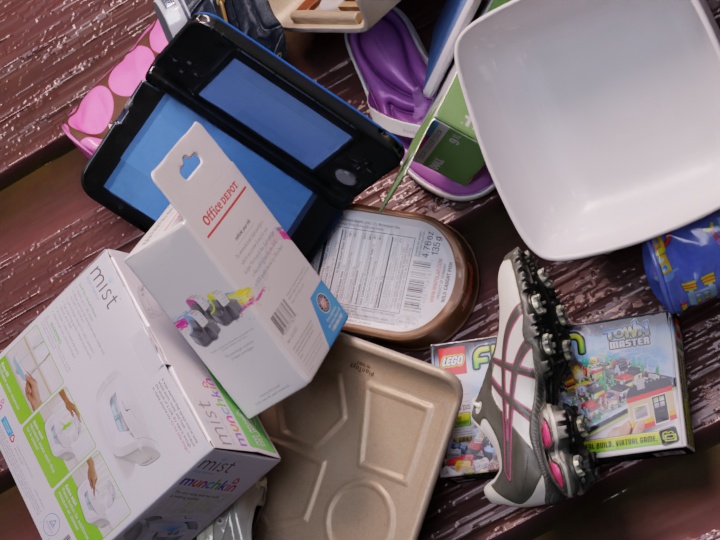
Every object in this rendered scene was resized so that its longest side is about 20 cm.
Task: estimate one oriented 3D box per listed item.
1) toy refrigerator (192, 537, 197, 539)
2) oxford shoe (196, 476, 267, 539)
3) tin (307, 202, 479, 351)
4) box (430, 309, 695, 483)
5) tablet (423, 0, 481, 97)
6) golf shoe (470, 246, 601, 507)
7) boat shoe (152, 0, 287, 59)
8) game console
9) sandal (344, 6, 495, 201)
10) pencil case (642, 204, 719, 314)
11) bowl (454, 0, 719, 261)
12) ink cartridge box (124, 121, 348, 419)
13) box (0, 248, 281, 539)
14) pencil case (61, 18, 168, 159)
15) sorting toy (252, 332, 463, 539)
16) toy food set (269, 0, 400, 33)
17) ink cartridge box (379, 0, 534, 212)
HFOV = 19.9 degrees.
[{"bbox_3d":[-0.163,0.156,1.702,0.070,0.076,0.201,-13,73,18],"label":"toy refrigerator"},{"bbox_3d":[-0.104,0.159,1.655,0.057,0.075,0.201,-2,72,-1],"label":"oxford shoe"},{"bbox_3d":[0.000,0.000,1.697,0.199,0.042,0.113,9,77,23],"label":"tin"},{"bbox_3d":[0.157,0.100,1.614,0.199,0.035,0.111,-10,74,19],"label":"box"},{"bbox_3d":[0.097,-0.245,1.633,0.014,0.130,0.201,22,121,-7],"label":"tablet"},{"bbox_3d":[0.120,0.082,1.574,0.088,0.077,0.201,-16,72,24],"label":"golf shoe"},{"bbox_3d":[-0.096,-0.154,1.709,0.091,0.201,0.071,-24,32,-8],"label":"boat shoe"},{"bbox_3d":[-0.095,-0.083,1.624,0.199,0.171,0.119,33,65,-13],"label":"game console"},{"bbox_3d":[0.042,-0.140,1.703,0.082,0.050,0.203,-40,68,9],"label":"sandal"},{"bbox_3d":[0.305,-0.041,1.551,0.199,0.078,0.087,-25,97,5],"label":"pencil case"},{"bbox_3d":[0.189,-0.123,1.522,0.199,0.075,0.201,-20,93,27],"label":"bowl"},{"bbox_3d":[-0.105,-0.002,1.584,0.068,0.115,0.200,-30,104,27],"label":"ink cartridge box"},{"bbox_3d":[-0.189,0.117,1.614,0.176,0.097,0.200,-43,60,19],"label":"box"},{"bbox_3d":[-0.165,-0.168,1.767,0.091,0.094,0.200,39,96,-11],"label":"pencil case"},{"bbox_3d":[-0.015,0.154,1.651,0.184,0.036,0.201,18,94,34],"label":"sorting toy"},{"bbox_3d":[0.004,-0.262,1.671,0.143,0.061,0.200,-44,23,-16],"label":"toy food set"},{"bbox_3d":[0.090,-0.132,1.625,0.059,0.104,0.201,28,73,-4],"label":"ink cartridge box"}]
